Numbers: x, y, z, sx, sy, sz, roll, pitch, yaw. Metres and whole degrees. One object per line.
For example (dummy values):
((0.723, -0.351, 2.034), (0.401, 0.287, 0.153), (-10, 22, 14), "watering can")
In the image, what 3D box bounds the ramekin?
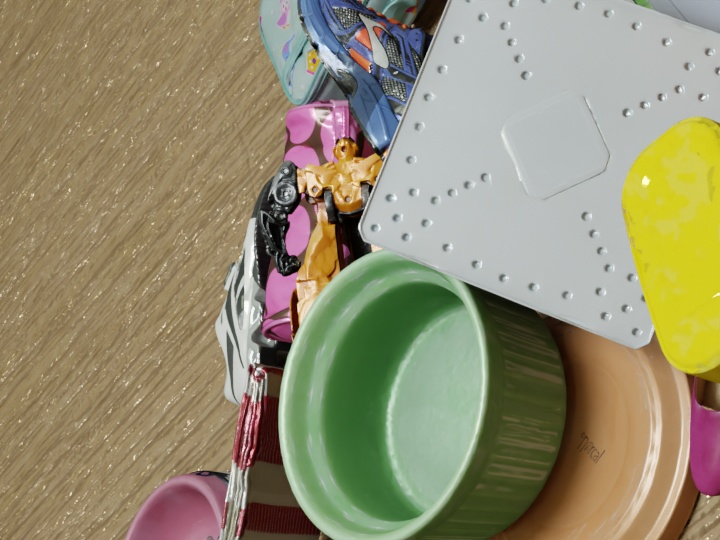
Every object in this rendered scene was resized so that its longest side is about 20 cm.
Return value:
((0.045, 0.091, 1.248), (0.199, 0.097, 0.202), (-17, 67, 44), "ramekin")

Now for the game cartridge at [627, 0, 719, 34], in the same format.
((0.168, -0.129, 1.225), (0.199, 0.040, 0.134), (-35, 49, 7), "game cartridge")

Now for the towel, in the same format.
((-0.059, 0.176, 1.383), (0.023, 0.144, 0.202), (6, 84, 26), "towel")

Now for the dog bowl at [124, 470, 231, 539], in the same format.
((-0.128, 0.255, 1.504), (0.200, 0.073, 0.202), (-26, 56, 47), "dog bowl")

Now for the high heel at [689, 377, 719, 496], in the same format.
((0.213, 0.032, 1.112), (0.067, 0.096, 0.202), (7, 82, 54), "high heel")

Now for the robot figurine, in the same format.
((0.000, 0.000, 1.384), (0.144, 0.058, 0.202), (-8, 79, 10), "robot figurine")

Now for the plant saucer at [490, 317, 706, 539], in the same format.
((0.146, 0.118, 1.226), (0.200, 0.032, 0.202), (-24, 58, 46), "plant saucer")

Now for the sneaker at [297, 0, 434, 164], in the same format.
((0.020, -0.142, 1.272), (0.078, 0.075, 0.201), (-32, 56, 4), "sneaker")

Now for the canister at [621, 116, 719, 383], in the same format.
((0.242, 0.009, 0.993), (0.086, 0.199, 0.149), (-39, 47, 37), "canister")

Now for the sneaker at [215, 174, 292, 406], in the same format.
((-0.086, 0.018, 1.543), (0.088, 0.074, 0.202), (-11, 67, 49), "sneaker")

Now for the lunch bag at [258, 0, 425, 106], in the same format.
((-0.010, -0.238, 1.522), (0.201, 0.077, 0.161), (-60, 34, 36), "lunch bag")

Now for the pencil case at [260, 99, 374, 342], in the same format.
((-0.028, -0.041, 1.480), (0.094, 0.090, 0.202), (103, 171, -75), "pencil case")

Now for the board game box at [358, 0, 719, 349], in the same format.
((0.125, -0.077, 1.166), (0.199, 0.026, 0.201), (22, 88, 14), "board game box")
